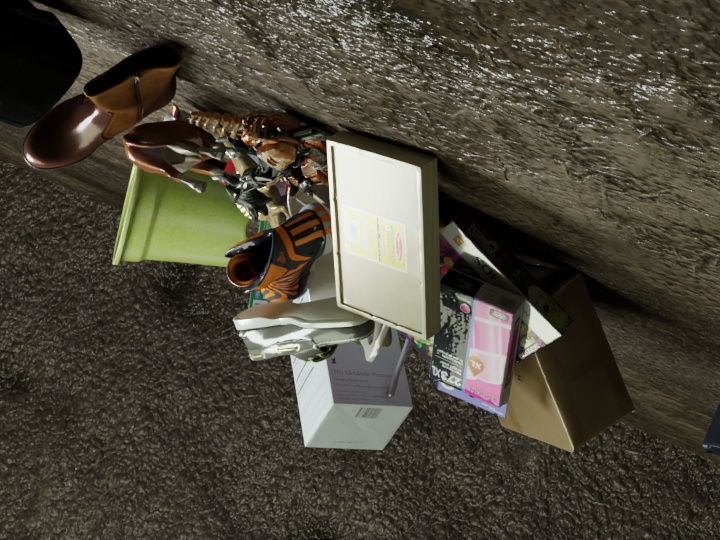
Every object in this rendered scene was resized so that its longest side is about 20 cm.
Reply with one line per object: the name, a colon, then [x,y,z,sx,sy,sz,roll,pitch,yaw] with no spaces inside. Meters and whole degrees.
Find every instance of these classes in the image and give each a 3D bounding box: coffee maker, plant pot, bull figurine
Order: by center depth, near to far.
coffee maker: [-0.381,-0.208,1.534,0.134,0.193,0.200,-20,169,19]
bull figurine: [-0.202,-0.141,1.765,0.121,0.066,0.200,22,-163,11]
plant pot: [-0.253,-0.088,2.245,0.183,0.202,0.200,12,177,-11]

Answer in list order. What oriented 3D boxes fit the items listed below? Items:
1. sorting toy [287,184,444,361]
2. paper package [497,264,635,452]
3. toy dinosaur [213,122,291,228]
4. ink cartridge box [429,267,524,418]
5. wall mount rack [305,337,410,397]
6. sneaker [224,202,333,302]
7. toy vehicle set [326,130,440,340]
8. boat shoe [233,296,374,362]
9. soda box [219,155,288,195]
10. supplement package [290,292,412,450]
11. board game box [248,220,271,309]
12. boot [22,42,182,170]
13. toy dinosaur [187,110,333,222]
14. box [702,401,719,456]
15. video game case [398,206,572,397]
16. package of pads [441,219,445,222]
sorting toy: [0.000,0.000,1.733,0.106,0.181,0.200,-6,-149,-39]
paper package: [0.221,0.101,1.886,0.190,0.103,0.201,14,131,64]
toy dinosaur: [-0.117,-0.106,1.814,0.101,0.201,0.058,-27,-175,36]
ink cartridge box: [0.130,0.094,1.757,0.094,0.037,0.201,23,138,20]
wall mount rack: [0.009,0.051,1.897,0.199,0.174,0.075,22,134,-10]
sneaker: [-0.108,-0.007,1.720,0.078,0.112,0.200,58,152,15]
toy vehicle set: [0.025,-0.036,1.574,0.124,0.201,0.026,21,-143,35]
boat shoe: [-0.057,0.069,1.709,0.201,0.061,0.072,-4,-161,42]
soda box: [-0.084,-0.098,1.952,0.070,0.064,0.200,17,171,43]
supplement package: [-0.019,0.114,1.954,0.113,0.201,0.110,5,143,-23]
board game box: [-0.126,-0.027,2.096,0.029,0.202,0.135,7,175,0]
boot: [-0.271,-0.166,1.590,0.200,0.187,0.069,178,71,-82]
toy dinosaur: [-0.089,-0.133,1.631,0.200,0.103,0.135,40,145,-18]
box: [0.317,0.044,0.907,0.104,0.201,0.182,26,175,-7]
video game case: [0.121,0.041,1.771,0.181,0.036,0.200,46,139,-5]
package of pads: [0.037,-0.048,1.862,0.199,0.076,0.121,25,178,-5]
